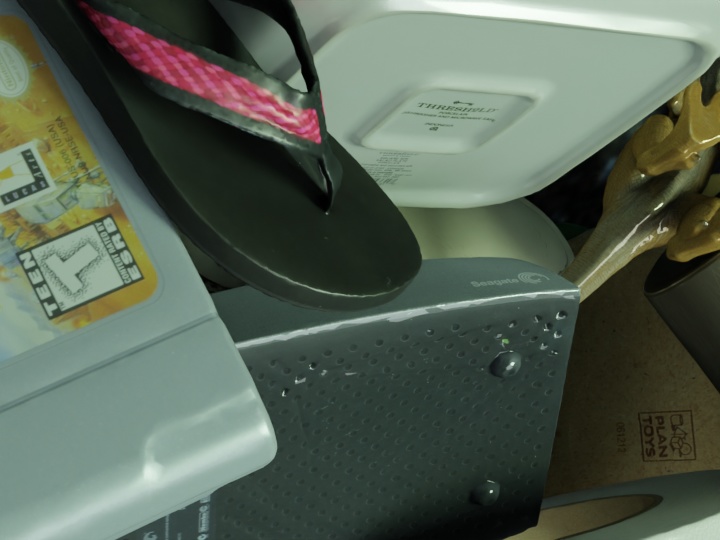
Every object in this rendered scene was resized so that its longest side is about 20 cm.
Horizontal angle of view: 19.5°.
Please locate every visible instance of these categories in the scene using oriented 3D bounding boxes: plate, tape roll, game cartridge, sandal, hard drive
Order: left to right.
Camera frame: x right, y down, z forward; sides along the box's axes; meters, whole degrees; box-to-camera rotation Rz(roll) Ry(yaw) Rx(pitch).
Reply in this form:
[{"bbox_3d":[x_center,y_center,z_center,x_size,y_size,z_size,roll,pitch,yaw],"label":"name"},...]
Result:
[{"bbox_3d":[-0.124,-0.009,0.587,0.133,0.201,0.042,-23,167,-26],"label":"game cartridge"},{"bbox_3d":[-0.050,-0.068,0.601,0.045,0.200,0.075,-36,-171,33],"label":"sandal"},{"bbox_3d":[-0.026,0.060,0.740,0.199,0.042,0.136,-11,133,-18],"label":"hard drive"},{"bbox_3d":[0.028,-0.064,0.709,0.198,0.033,0.200,1,159,-30],"label":"plate"},{"bbox_3d":[0.071,0.119,0.826,0.201,0.037,0.203,-13,179,0],"label":"tape roll"}]

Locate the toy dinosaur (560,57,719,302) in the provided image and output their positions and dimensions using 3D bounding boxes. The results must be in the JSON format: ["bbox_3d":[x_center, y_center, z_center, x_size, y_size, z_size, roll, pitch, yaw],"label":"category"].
[{"bbox_3d":[0.107,-0.022,0.783,0.200,0.060,0.106,-51,-170,-17],"label":"toy dinosaur"}]

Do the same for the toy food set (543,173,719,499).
[{"bbox_3d":[0.138,0.067,0.937,0.197,0.201,0.049,-20,-174,18],"label":"toy food set"}]

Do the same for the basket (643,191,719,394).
[{"bbox_3d":[0.217,0.044,0.820,0.136,0.200,0.180,-40,-174,35],"label":"basket"}]

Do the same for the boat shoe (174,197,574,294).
[{"bbox_3d":[0.000,0.000,0.829,0.199,0.072,0.060,0,139,-41],"label":"boat shoe"}]
